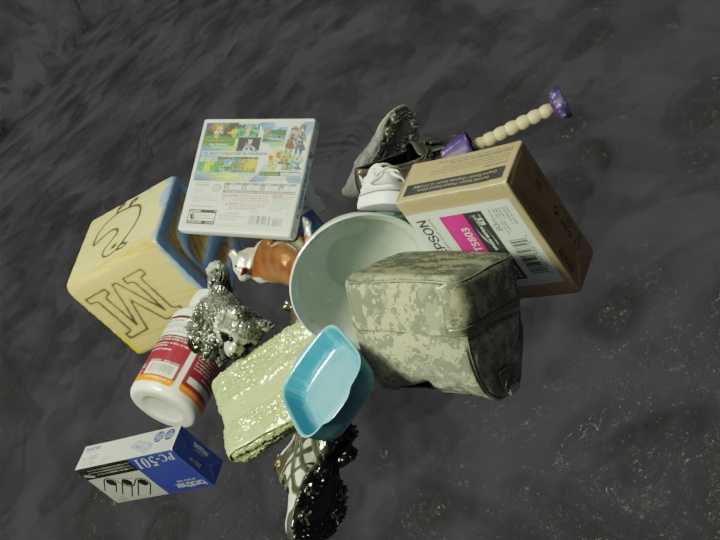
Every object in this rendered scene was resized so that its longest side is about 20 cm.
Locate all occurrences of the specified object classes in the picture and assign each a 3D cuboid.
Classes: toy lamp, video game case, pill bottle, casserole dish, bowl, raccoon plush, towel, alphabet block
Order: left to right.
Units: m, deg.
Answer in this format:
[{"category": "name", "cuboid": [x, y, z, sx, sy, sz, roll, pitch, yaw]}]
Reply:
[{"category": "alphabet block", "cuboid": [-0.351, -0.007, 1.667, 0.200, 0.196, 0.195, -26, 33, 22]}, {"category": "pill bottle", "cuboid": [-0.260, 0.131, 1.484, 0.113, 0.113, 0.200, -9, 43, 40]}, {"category": "raccoon plush", "cuboid": [-0.195, 0.044, 1.407, 0.134, 0.097, 0.200, -43, 54, 43]}, {"category": "video game case", "cuboid": [-0.166, -0.137, 1.423, 0.200, 0.022, 0.182, 4, 75, 28]}, {"category": "towel", "cuboid": [-0.119, 0.162, 1.327, 0.200, 0.036, 0.148, -34, 53, 19]}, {"category": "casserole dish", "cuboid": [-0.038, 0.140, 1.182, 0.121, 0.039, 0.200, -55, 21, 3]}, {"category": "bowl", "cuboid": [0.000, 0.000, 1.306, 0.201, 0.201, 0.090, -35, 25, 8]}, {"category": "toy lamp", "cuboid": [0.216, -0.209, 1.446, 0.200, 0.058, 0.058, -28, 35, 15]}]

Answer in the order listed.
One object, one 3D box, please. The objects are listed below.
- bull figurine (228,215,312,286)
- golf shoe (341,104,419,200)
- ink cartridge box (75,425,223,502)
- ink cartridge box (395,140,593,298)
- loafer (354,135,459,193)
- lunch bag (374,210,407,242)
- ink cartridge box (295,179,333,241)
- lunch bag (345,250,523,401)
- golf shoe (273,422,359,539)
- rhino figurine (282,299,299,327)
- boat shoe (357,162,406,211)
[{"category": "bull figurine", "cuboid": [-0.111, -0.026, 1.426, 0.200, 0.065, 0.121, 17, 94, 40]}, {"category": "golf shoe", "cuboid": [0.027, -0.199, 1.626, 0.097, 0.078, 0.200, -9, 42, 48]}, {"category": "ink cartridge box", "cuboid": [-0.302, 0.277, 1.368, 0.200, 0.094, 0.044, -17, 39, 32]}, {"category": "ink cartridge box", "cuboid": [0.166, -0.052, 1.185, 0.165, 0.200, 0.075, -10, 43, 40]}, {"category": "loafer", "cuboid": [0.078, -0.170, 1.496, 0.200, 0.063, 0.072, -32, 22, -22]}, {"category": "lunch bag", "cuboid": [0.088, -0.082, 1.421, 0.151, 0.094, 0.200, -16, 31, 37]}, {"category": "ink cartridge box", "cuboid": [-0.135, -0.127, 1.546, 0.084, 0.200, 0.145, -31, 4, 15]}, {"category": "lunch bag", "cuboid": [0.092, 0.070, 1.155, 0.200, 0.168, 0.139, 1, 16, 44]}, {"category": "golf shoe", "cuboid": [-0.064, 0.260, 1.173, 0.094, 0.078, 0.200, -24, 25, 29]}, {"category": "rhino figurine", "cuboid": [-0.079, 0.080, 1.408, 0.200, 0.060, 0.087, -47, 43, -4]}, {"category": "boat shoe", "cuboid": [0.029, -0.111, 1.281, 0.074, 0.065, 0.200, 2, 3, -8]}]
